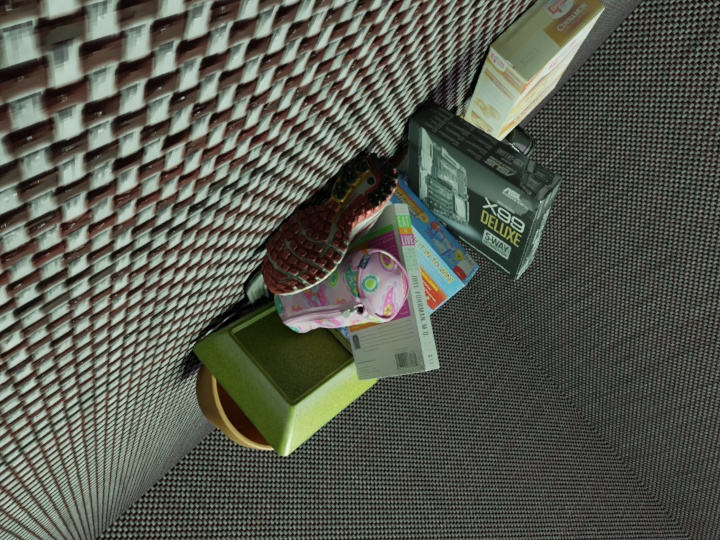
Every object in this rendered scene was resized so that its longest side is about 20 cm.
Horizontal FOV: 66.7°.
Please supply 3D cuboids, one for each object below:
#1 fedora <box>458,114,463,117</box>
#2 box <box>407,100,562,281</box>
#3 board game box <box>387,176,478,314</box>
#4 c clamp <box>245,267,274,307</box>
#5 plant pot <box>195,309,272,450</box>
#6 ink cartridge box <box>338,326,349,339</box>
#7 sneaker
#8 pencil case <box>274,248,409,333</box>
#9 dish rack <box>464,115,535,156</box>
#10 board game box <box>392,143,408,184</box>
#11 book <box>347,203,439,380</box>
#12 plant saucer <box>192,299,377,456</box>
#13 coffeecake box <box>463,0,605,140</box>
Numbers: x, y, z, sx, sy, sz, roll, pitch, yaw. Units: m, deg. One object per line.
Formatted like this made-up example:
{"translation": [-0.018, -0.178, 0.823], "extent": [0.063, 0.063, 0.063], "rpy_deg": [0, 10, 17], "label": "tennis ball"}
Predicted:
{"translation": [0.118, -0.161, 0.910], "extent": [0.200, 0.082, 0.201], "rpy_deg": [-44, 176, -4], "label": "fedora"}
{"translation": [0.148, -0.101, 0.708], "extent": [0.050, 0.199, 0.159], "rpy_deg": [-40, 154, -21], "label": "box"}
{"translation": [0.041, -0.015, 0.813], "extent": [0.056, 0.201, 0.196], "rpy_deg": [-38, 174, -45], "label": "board game box"}
{"translation": [-0.091, -0.012, 0.760], "extent": [0.170, 0.027, 0.200], "rpy_deg": [-43, 175, -21], "label": "c clamp"}
{"translation": [-0.170, 0.176, 0.858], "extent": [0.139, 0.203, 0.199], "rpy_deg": [-23, -169, 46], "label": "plant pot"}
{"translation": [-0.088, 0.133, 1.153], "extent": [0.200, 0.191, 0.045], "rpy_deg": [124, -18, -77], "label": "ink cartridge box"}
{"translation": [-0.031, -0.043, 0.642], "extent": [0.199, 0.078, 0.082], "rpy_deg": [-43, 171, -13], "label": "sneaker"}
{"translation": [-0.030, 0.030, 0.683], "extent": [0.198, 0.089, 0.087], "rpy_deg": [-12, -159, 50], "label": "pencil case"}
{"translation": [0.195, -0.189, 0.971], "extent": [0.201, 0.054, 0.155], "rpy_deg": [-52, -143, 20], "label": "dish rack"}
{"translation": [0.092, -0.143, 0.825], "extent": [0.201, 0.094, 0.030], "rpy_deg": [-49, -149, 34], "label": "board game box"}
{"translation": [0.028, 0.033, 0.709], "extent": [0.047, 0.206, 0.132], "rpy_deg": [-3, 169, -38], "label": "book"}
{"translation": [-0.094, 0.114, 0.755], "extent": [0.198, 0.199, 0.048], "rpy_deg": [-29, 153, -43], "label": "plant saucer"}
{"translation": [0.242, -0.294, 0.799], "extent": [0.153, 0.073, 0.200], "rpy_deg": [-43, 171, -7], "label": "coffeecake box"}
